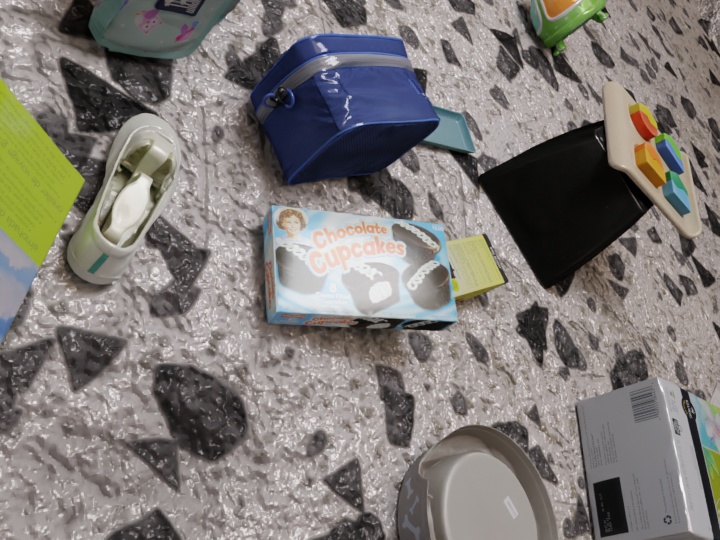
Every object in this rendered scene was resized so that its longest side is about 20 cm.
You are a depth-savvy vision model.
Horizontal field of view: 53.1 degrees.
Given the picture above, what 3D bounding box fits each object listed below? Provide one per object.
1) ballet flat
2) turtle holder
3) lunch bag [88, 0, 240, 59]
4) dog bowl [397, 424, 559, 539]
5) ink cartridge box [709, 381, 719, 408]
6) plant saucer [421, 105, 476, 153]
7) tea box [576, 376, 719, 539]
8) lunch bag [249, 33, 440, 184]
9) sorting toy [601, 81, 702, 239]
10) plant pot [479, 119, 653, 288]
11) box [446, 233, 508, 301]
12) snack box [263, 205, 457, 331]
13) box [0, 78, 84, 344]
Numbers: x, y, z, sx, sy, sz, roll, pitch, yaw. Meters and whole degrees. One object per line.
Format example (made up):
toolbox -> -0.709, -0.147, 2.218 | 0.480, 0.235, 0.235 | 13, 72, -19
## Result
ballet flat -> -0.194, -0.076, 0.635 | 0.069, 0.069, 0.200 | 33, 47, -26
turtle holder -> 0.407, -0.520, 1.422 | 0.132, 0.141, 0.185 | 53, 43, -4
lunch bag -> -0.171, -0.308, 0.713 | 0.122, 0.170, 0.200 | 44, 39, -13
dog bowl -> 0.121, 0.263, 0.742 | 0.200, 0.059, 0.200 | 23, 53, -34
ink cartridge box -> 0.610, 0.315, 1.193 | 0.200, 0.045, 0.176 | 55, 42, -4
plant saucer -> 0.088, -0.208, 1.021 | 0.200, 0.019, 0.070 | 3, 65, -42
tea box -> 0.410, 0.276, 0.957 | 0.197, 0.134, 0.200 | 25, 51, -32
lunch bag -> -0.026, -0.188, 0.810 | 0.200, 0.136, 0.132 | -14, 77, -46
sorting toy -> 0.428, -0.164, 1.043 | 0.200, 0.036, 0.185 | 32, 48, -26
plant pot -> 0.336, -0.123, 1.091 | 0.199, 0.177, 0.200 | -30, 88, -49
box -> 0.098, 0.006, 0.880 | 0.200, 0.050, 0.075 | -14, 76, -48
snack box -> 0.000, 0.000, 0.753 | 0.200, 0.037, 0.116 | 4, 65, -23
box -> -0.278, -0.032, 0.503 | 0.122, 0.048, 0.200 | 63, 28, -47
